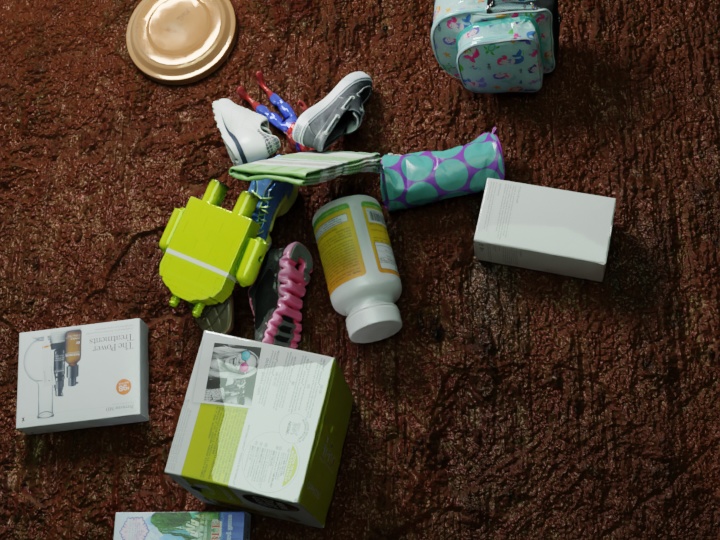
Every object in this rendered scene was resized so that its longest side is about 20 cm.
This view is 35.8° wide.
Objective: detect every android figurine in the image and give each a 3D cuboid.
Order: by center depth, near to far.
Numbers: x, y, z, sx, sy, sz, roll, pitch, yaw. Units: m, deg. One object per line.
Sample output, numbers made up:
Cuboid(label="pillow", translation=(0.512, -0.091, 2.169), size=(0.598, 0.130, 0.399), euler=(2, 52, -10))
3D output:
Cuboid(label="android figurine", translation=(-0.226, -0.031, 1.675), size=(0.180, 0.041, 0.203), euler=(18, 83, 26))

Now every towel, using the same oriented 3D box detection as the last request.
Cuboid(label="towel", translation=(-0.079, -0.150, 1.651), size=(0.147, 0.199, 0.031), euler=(6, 106, 34))

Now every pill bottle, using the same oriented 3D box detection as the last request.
Cuboid(label="pill bottle", translation=(0.000, 0.000, 1.675), size=(0.109, 0.111, 0.203), euler=(-15, 68, 2))

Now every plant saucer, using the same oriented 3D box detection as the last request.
Cuboid(label="plant saucer", translation=(-0.310, -0.416, 1.926), size=(0.196, 0.032, 0.204), euler=(-3, 69, 7))

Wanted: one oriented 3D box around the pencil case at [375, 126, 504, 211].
Cuboid(label="pencil case", translation=(0.124, -0.155, 1.731), size=(0.196, 0.085, 0.094), euler=(-11, 74, 4))

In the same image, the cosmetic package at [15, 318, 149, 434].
Cuboid(label="cosmetic package", translation=(-0.425, 0.163, 1.712), size=(0.196, 0.052, 0.154), euler=(-8, 71, 6))

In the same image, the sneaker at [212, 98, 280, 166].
Cuboid(label="sneaker", translation=(-0.185, -0.224, 1.786), size=(0.079, 0.077, 0.201), euler=(-25, 38, -4))

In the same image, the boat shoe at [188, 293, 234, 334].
Cuboid(label="boat shoe", translation=(-0.231, 0.012, 1.727), size=(0.071, 0.067, 0.203), euler=(-28, 66, 16))

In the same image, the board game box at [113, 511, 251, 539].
Cuboid(label="board game box", translation=(-0.258, 0.446, 1.581), size=(0.195, 0.041, 0.204), euler=(-3, 69, 8))

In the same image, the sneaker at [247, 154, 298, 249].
Cuboid(label="sneaker", translation=(-0.163, -0.099, 1.719), size=(0.074, 0.106, 0.202), euler=(16, 55, 16))

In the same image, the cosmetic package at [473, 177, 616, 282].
Cuboid(label="cosmetic package", translation=(0.276, -0.061, 1.671), size=(0.196, 0.085, 0.109), euler=(12, 72, 12))

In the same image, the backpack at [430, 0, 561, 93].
Cuboid(label="backpack", translation=(0.208, -0.370, 1.753), size=(0.196, 0.178, 0.153), euler=(6, 65, 15))

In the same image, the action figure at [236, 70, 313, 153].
Cuboid(label="action figure", translation=(-0.123, -0.252, 1.802), size=(0.065, 0.099, 0.200), euler=(-40, 71, -10))

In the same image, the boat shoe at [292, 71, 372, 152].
Cuboid(label="boat shoe", translation=(-0.026, -0.248, 1.767), size=(0.067, 0.073, 0.200), euler=(29, 43, 17))

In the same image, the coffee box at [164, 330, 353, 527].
Cuboid(label="coffee box", translation=(-0.132, 0.227, 1.561), size=(0.194, 0.200, 0.203), euler=(10, 70, 12))

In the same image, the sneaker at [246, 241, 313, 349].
Cuboid(label="sneaker", translation=(-0.138, 0.054, 1.708), size=(0.094, 0.079, 0.203), euler=(1, 67, 32))
